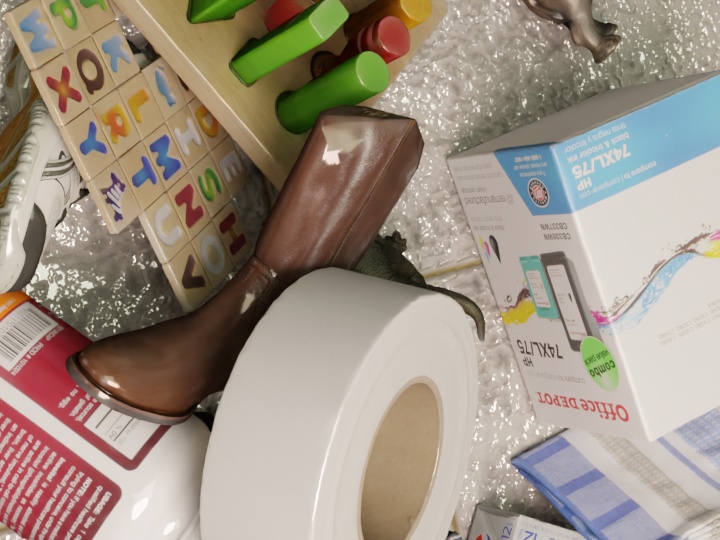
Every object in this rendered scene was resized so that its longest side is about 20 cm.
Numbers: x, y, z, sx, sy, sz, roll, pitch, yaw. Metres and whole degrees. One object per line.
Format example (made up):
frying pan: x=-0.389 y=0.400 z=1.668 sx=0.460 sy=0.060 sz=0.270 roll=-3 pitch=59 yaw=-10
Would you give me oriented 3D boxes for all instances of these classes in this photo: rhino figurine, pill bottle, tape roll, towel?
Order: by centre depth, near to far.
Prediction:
tape roll: x=-0.006 y=0.103 z=0.894 sx=0.202 sy=0.071 sz=0.203 roll=-39 pitch=136 yaw=-53
pill bottle: x=-0.158 y=0.105 z=0.913 sx=0.200 sy=0.113 sz=0.113 roll=36 pitch=76 yaw=3
towel: x=0.224 y=0.123 z=1.100 sx=0.200 sy=0.147 sz=0.024 roll=-26 pitch=131 yaw=-19
rhino figurine: x=0.181 y=-0.241 z=1.117 sx=0.087 sy=0.060 sz=0.200 roll=37 pitch=73 yaw=-8

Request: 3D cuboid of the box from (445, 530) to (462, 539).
box: x=-0.017 y=0.278 z=1.013 sx=0.182 sy=0.104 sz=0.201 roll=-14 pitch=96 yaw=-24

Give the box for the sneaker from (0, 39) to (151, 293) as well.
sneaker: x=-0.166 y=-0.068 z=0.932 sx=0.088 sy=0.076 sz=0.201 roll=30 pitch=54 yaw=-30

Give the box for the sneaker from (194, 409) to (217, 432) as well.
sneaker: x=-0.043 y=0.124 z=1.030 sx=0.199 sy=0.074 sz=0.088 roll=-11 pitch=112 yaw=-16

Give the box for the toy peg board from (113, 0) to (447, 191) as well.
toy peg board: x=-0.030 y=-0.190 z=0.972 sx=0.200 sy=0.098 sz=0.199 roll=49 pitch=53 yaw=-17

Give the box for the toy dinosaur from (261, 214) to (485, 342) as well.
toy dinosaur: x=0.000 y=0.000 z=1.005 sx=0.102 sy=0.200 sz=0.077 roll=29 pitch=107 yaw=-44

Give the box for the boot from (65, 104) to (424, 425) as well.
boot: x=-0.055 y=-0.014 z=0.884 sx=0.200 sy=0.064 sz=0.186 roll=-57 pitch=156 yaw=19

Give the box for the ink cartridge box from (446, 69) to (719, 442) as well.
ink cartridge box: x=0.179 y=-0.010 z=1.072 sx=0.146 sy=0.147 sz=0.201 roll=-24 pitch=99 yaw=-22

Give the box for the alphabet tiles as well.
alphabet tiles: x=-0.124 y=-0.082 z=0.950 sx=0.200 sy=0.008 sz=0.167 roll=66 pitch=26 yaw=-15

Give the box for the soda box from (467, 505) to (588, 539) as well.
soda box: x=0.168 y=0.222 z=1.115 sx=0.200 sy=0.063 sz=0.068 roll=19 pitch=82 yaw=-23
